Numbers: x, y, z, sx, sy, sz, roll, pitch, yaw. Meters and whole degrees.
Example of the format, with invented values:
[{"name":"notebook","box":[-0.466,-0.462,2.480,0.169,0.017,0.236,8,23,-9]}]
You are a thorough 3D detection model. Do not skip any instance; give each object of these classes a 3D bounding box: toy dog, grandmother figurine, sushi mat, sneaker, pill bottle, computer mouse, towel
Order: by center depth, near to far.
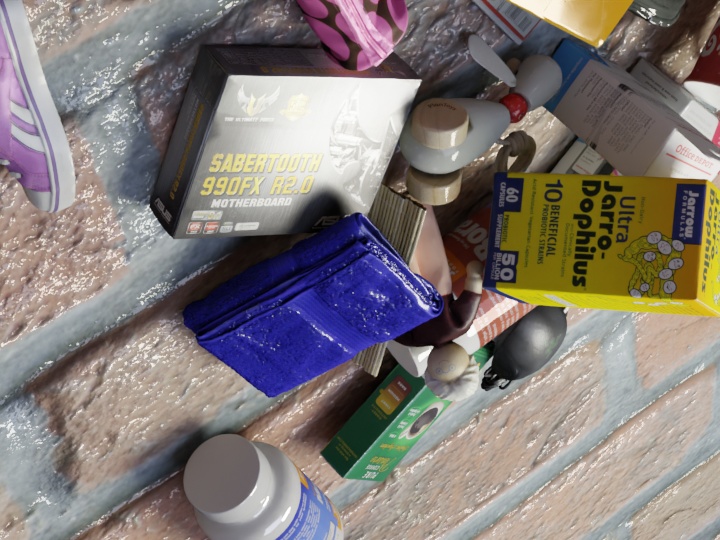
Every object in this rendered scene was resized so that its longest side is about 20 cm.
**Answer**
[{"name":"sneaker","box":[-0.273,-0.110,1.126,0.114,0.073,0.201,-27,132,-17]},{"name":"towel","box":[-0.041,0.040,1.439,0.199,0.050,0.148,-27,132,22]},{"name":"toy dog","box":[0.089,-0.143,1.455,0.200,0.096,0.132,-21,139,-52]},{"name":"sneaker","box":[0.254,-0.275,1.455,0.200,0.076,0.091,-11,134,-58]},{"name":"sushi mat","box":[0.000,0.000,1.488,0.012,0.095,0.201,-35,149,-47]},{"name":"grandmother figurine","box":[0.059,0.027,1.501,0.121,0.201,0.061,-17,-173,30]},{"name":"pill bottle","box":[0.110,0.014,1.596,0.200,0.112,0.112,-36,145,-12]},{"name":"pill bottle","box":[-0.099,0.239,1.621,0.112,0.112,0.200,-41,146,-4]},{"name":"computer mouse","box":[0.187,0.075,1.718,0.139,0.053,0.200,-50,170,-5]}]

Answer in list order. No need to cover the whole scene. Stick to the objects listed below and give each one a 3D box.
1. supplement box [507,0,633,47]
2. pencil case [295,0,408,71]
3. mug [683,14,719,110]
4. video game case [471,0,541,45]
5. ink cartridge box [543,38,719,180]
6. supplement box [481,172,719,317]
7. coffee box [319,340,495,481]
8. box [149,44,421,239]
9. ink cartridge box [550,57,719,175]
[{"name":"supplement box","box":[0.139,-0.315,1.204,0.133,0.200,0.198,14,116,-51]},{"name":"pencil case","box":[-0.025,-0.232,1.220,0.091,0.094,0.200,-43,146,-2]},{"name":"mug","box":[0.406,-0.255,1.603,0.133,0.177,0.201,22,91,-36]},{"name":"video game case","box":[0.171,-0.305,1.408,0.200,0.017,0.143,-49,145,7]},{"name":"ink cartridge box","box":[0.267,-0.127,1.529,0.116,0.200,0.068,14,116,-50]},{"name":"supplement box","box":[0.224,-0.024,1.462,0.109,0.199,0.109,19,75,-64]},{"name":"coffee box","box":[0.052,0.137,1.707,0.200,0.044,0.123,-50,160,9]},{"name":"box","box":[-0.061,-0.106,1.343,0.199,0.048,0.159,-3,129,-38]},{"name":"ink cartridge box","box":[0.285,-0.100,1.679,0.200,0.086,0.147,-53,145,11]}]
